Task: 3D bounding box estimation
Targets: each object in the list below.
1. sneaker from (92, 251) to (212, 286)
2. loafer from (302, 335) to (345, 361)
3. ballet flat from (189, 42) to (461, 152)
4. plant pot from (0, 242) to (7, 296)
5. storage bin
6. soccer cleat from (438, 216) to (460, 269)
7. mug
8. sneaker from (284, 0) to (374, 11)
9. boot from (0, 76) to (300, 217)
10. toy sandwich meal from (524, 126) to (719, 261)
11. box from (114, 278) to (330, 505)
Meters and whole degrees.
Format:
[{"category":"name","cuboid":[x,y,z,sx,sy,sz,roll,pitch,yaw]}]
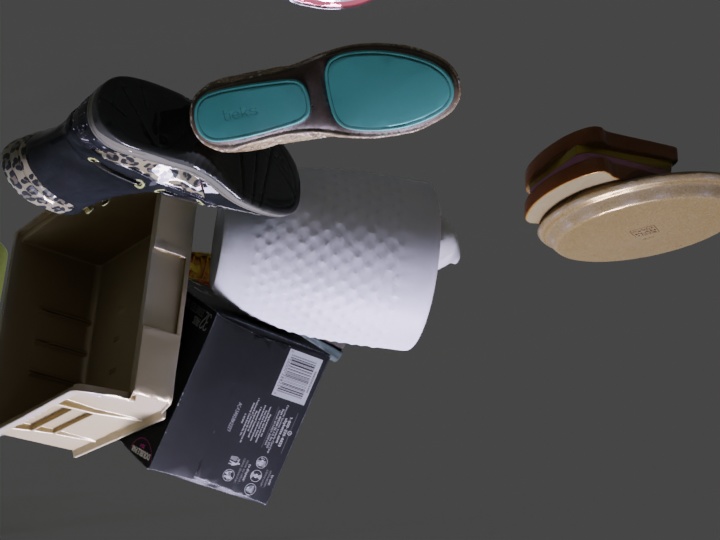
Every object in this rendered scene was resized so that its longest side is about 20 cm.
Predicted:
[{"category":"sneaker","cuboid":[-0.167,0.013,1.452,0.199,0.073,0.077,-6,146,-9]},{"category":"loafer","cuboid":[-0.057,0.039,1.587,0.072,0.063,0.200,35,175,25]},{"category":"ballet flat","cuboid":[-0.024,-0.128,1.088,0.199,0.071,0.065,-4,-172,9]},{"category":"plant pot","cuboid":[-0.425,0.076,1.381,0.186,0.201,0.187,-3,161,-1]},{"category":"storage bin","cuboid":[-0.232,0.040,1.288,0.094,0.201,0.198,20,152,-31]},{"category":"soccer cleat","cuboid":[0.000,0.000,1.425,0.199,0.069,0.078,-17,147,16]},{"category":"mug","cuboid":[-0.041,-0.014,1.292,0.175,0.148,0.200,8,177,-12]},{"category":"sneaker","cuboid":[0.026,-0.207,0.853,0.199,0.074,0.087,-6,148,-6]},{"category":"boot","cuboid":[-0.163,-0.080,1.169,0.154,0.074,0.203,-17,152,42]},{"category":"toy sandwich meal","cuboid":[0.236,-0.067,1.299,0.204,0.070,0.205,-8,163,-2]},{"category":"box","cuboid":[-0.144,0.096,1.335,0.124,0.149,0.200,23,-179,-31]}]
